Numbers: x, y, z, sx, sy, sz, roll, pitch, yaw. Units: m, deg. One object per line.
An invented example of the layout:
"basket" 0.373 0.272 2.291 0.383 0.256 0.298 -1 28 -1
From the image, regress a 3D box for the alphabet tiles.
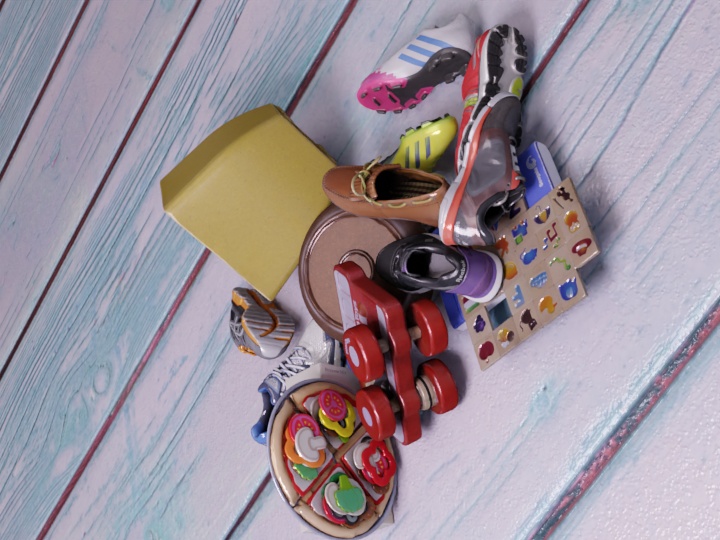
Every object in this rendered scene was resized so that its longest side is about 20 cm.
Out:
"alphabet tiles" 0.181 -0.008 1.310 0.200 0.007 0.169 -41 51 35

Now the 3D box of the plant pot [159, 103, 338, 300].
"plant pot" -0.141 -0.116 1.612 0.200 0.195 0.194 -48 19 4

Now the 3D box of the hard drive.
"hard drive" 0.162 -0.038 1.366 0.200 0.025 0.133 -42 50 35

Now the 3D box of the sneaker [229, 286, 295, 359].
"sneaker" -0.146 0.089 1.663 0.200 0.077 0.078 -128 52 -67

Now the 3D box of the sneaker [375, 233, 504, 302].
"sneaker" 0.071 -0.013 1.368 0.199 0.087 0.077 6 84 51

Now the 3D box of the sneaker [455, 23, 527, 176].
"sneaker" 0.155 -0.200 1.429 0.085 0.076 0.203 -172 96 -70

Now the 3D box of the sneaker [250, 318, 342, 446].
"sneaker" -0.090 0.156 1.582 0.077 0.085 0.202 27 99 49

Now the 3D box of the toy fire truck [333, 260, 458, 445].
"toy fire truck" 0.026 0.102 1.411 0.168 0.111 0.202 39 145 56

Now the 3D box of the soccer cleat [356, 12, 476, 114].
"soccer cleat" 0.078 -0.272 1.536 0.199 0.070 0.087 -19 50 43

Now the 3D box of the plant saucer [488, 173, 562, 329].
"plant saucer" 0.190 -0.016 1.361 0.070 0.019 0.202 13 89 50

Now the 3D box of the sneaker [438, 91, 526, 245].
"sneaker" 0.159 -0.110 1.328 0.081 0.077 0.202 15 71 25

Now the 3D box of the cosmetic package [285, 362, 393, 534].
"cosmetic package" -0.028 0.229 1.477 0.073 0.103 0.202 -27 61 40

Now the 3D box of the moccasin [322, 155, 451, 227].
"moccasin" 0.031 -0.101 1.431 0.200 0.078 0.074 20 65 41

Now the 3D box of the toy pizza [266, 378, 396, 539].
"toy pizza" -0.027 0.224 1.400 0.032 0.199 0.202 -31 57 43

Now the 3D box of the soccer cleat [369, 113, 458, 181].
"soccer cleat" 0.069 -0.130 1.494 0.200 0.064 0.084 -37 76 47

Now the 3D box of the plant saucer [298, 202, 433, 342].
"plant saucer" 0.000 0.000 1.499 0.198 0.034 0.203 0 90 26
